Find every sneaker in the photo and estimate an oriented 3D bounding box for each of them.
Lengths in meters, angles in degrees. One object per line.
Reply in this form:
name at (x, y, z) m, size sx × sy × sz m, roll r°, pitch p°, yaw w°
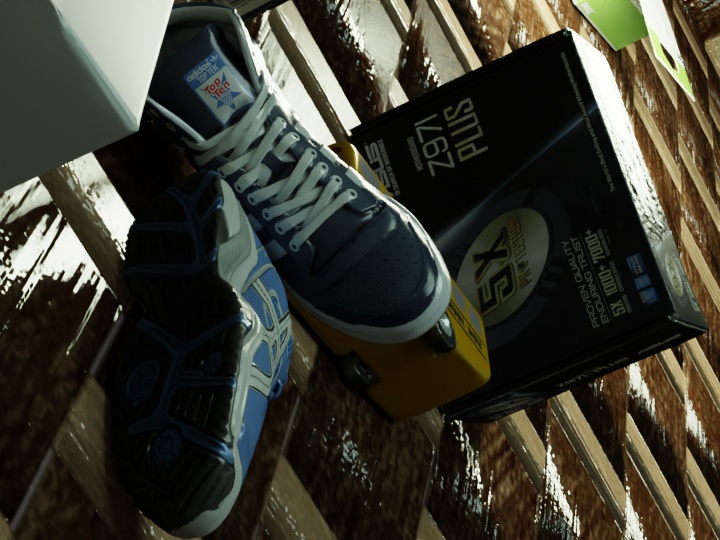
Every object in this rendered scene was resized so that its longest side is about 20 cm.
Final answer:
sneaker at (-0.040, -0.051, 0.951) m, size 0.200 × 0.070 × 0.109 m, roll 46°, pitch -6°, yaw 31°
sneaker at (-0.060, 0.040, 0.874) m, size 0.077 × 0.075 × 0.201 m, roll 48°, pitch 27°, yaw -33°

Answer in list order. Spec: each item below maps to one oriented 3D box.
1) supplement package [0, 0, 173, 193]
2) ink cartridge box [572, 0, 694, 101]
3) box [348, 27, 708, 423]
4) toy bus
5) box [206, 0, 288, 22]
supplement package at (-0.149, -0.126, 0.760) m, size 0.122 × 0.119 × 0.201 m, roll 57°, pitch 21°, yaw -28°
ink cartridge box at (0.294, -0.286, 2.223) m, size 0.148 × 0.075 × 0.202 m, roll 33°, pitch 39°, yaw -59°
box at (0.106, -0.026, 1.267) m, size 0.086 × 0.163 × 0.202 m, roll 15°, pitch 54°, yaw -66°
toy bus at (0.000, 0.000, 1.100) m, size 0.200 × 0.065 × 0.079 m, roll 52°, pitch 23°, yaw -36°
box at (-0.070, -0.264, 1.158) m, size 0.122 × 0.105 × 0.201 m, roll 49°, pitch 25°, yaw -46°
